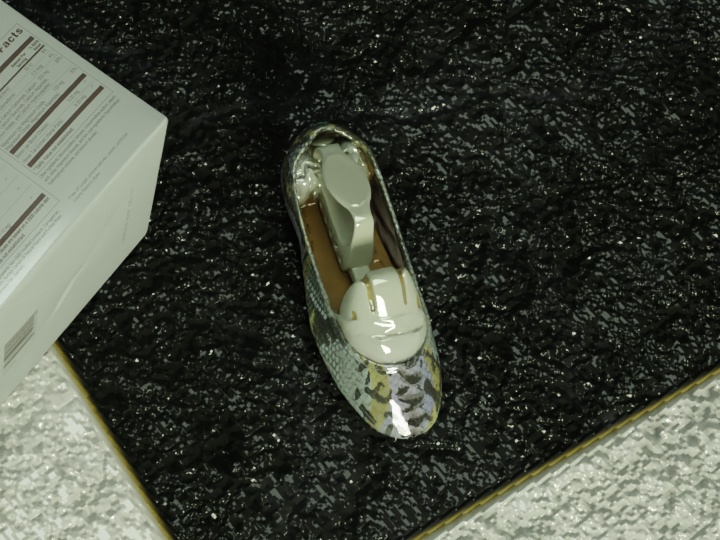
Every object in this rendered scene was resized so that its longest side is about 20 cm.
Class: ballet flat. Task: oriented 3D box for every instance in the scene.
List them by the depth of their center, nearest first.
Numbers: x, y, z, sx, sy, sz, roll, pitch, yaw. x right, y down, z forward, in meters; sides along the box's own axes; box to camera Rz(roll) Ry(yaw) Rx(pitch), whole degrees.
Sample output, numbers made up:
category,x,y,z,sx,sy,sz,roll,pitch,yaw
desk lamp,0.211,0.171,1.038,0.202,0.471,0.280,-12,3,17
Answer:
category,x,y,z,sx,sy,sz,roll,pitch,yaw
ballet flat,0.000,0.000,1.241,0.072,0.072,0.201,-13,69,-17

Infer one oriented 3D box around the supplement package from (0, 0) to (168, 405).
category,x,y,z,sx,sy,sz,roll,pitch,yaw
supplement package,-0.235,-0.056,1.173,0.200,0.152,0.151,35,64,6
